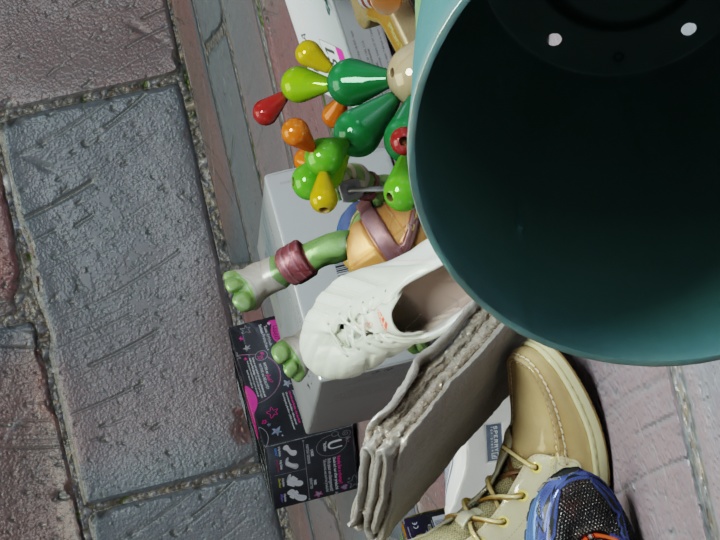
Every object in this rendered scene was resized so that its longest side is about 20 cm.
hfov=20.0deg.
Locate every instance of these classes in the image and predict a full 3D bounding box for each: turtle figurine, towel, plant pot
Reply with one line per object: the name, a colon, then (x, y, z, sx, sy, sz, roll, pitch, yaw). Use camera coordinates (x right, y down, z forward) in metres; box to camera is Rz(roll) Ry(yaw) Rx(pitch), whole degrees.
turtle figurine: (0.000, 0.000, 1.508, 0.144, 0.194, 0.200, 43, -159, -38)
towel: (0.060, 0.083, 1.357, 0.034, 0.200, 0.133, 34, 147, 17)
plant pot: (0.113, -0.091, 0.787, 0.161, 0.200, 0.201, -93, -3, -56)

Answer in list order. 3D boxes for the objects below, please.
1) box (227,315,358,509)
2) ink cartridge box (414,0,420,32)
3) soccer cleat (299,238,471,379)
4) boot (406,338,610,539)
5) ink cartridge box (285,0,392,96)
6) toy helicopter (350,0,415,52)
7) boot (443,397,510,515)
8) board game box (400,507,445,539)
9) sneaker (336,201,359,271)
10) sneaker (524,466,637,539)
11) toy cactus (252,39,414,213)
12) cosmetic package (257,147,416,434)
box: (-0.081, 0.169, 2.517, 0.132, 0.114, 0.200, 85, 169, -47)
ink cartridge box: (0.072, -0.188, 1.271, 0.200, 0.059, 0.104, 87, 167, -47)
soccer cleat: (0.021, 0.028, 1.421, 0.069, 0.200, 0.078, 47, -142, -13)
boot: (0.084, 0.156, 1.350, 0.073, 0.155, 0.201, 36, 142, 57)
ink cartridge box: (-0.049, -0.246, 1.730, 0.173, 0.043, 0.201, 30, 146, 51)
toy helicopter: (0.025, -0.210, 1.555, 0.201, 0.079, 0.132, 64, 158, 14)
boot: (0.095, 0.124, 1.571, 0.090, 0.072, 0.201, -105, 14, -58)
board game box: (0.087, 0.350, 1.934, 0.166, 0.056, 0.201, 93, 161, -56)
sneaker: (0.038, -0.020, 1.720, 0.200, 0.075, 0.088, -127, 36, -52)
sneaker: (0.165, 0.218, 1.285, 0.201, 0.075, 0.078, 69, 162, -2)
toy cactus: (0.008, -0.118, 1.420, 0.102, 0.165, 0.200, 49, 178, -29)
cosmetic package: (-0.015, 0.023, 1.896, 0.200, 0.122, 0.200, 101, 154, -71)
